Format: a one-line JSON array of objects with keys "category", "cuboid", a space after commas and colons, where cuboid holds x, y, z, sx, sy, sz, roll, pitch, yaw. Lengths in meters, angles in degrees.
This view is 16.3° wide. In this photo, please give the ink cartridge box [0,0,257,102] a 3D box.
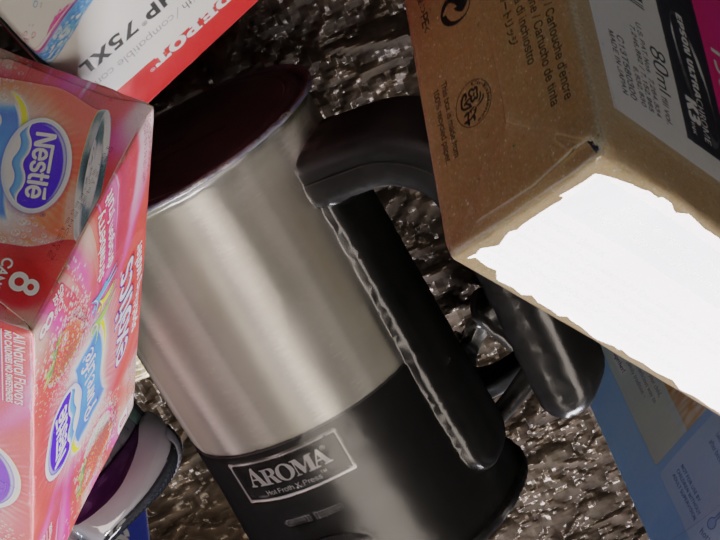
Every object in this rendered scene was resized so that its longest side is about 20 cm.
[{"category": "ink cartridge box", "cuboid": [-0.081, -0.126, 0.837, 0.116, 0.067, 0.200, -43, 153, -3]}]

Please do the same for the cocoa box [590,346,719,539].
[{"category": "cocoa box", "cuboid": [0.186, 0.044, 1.067, 0.131, 0.200, 0.133, 21, 122, -34]}]

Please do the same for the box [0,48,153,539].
[{"category": "box", "cuboid": [-0.136, 0.021, 0.872, 0.094, 0.103, 0.200, 20, 146, 6]}]

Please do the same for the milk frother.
[{"category": "milk frother", "cuboid": [0.000, 0.000, 1.017, 0.180, 0.200, 0.188, -26, 110, 9]}]

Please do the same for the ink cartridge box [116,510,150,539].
[{"category": "ink cartridge box", "cuboid": [-0.132, 0.198, 1.092, 0.094, 0.201, 0.044, -1, 157, -21]}]

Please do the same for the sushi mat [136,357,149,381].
[{"category": "sushi mat", "cuboid": [-0.185, 0.047, 1.061, 0.199, 0.012, 0.096, -23, 135, 0]}]

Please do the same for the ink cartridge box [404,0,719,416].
[{"category": "ink cartridge box", "cuboid": [0.097, -0.067, 0.924, 0.075, 0.200, 0.165, -35, 136, 30]}]

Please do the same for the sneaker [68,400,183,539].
[{"category": "sneaker", "cuboid": [-0.166, 0.113, 0.991, 0.088, 0.074, 0.200, 45, 77, -2]}]
